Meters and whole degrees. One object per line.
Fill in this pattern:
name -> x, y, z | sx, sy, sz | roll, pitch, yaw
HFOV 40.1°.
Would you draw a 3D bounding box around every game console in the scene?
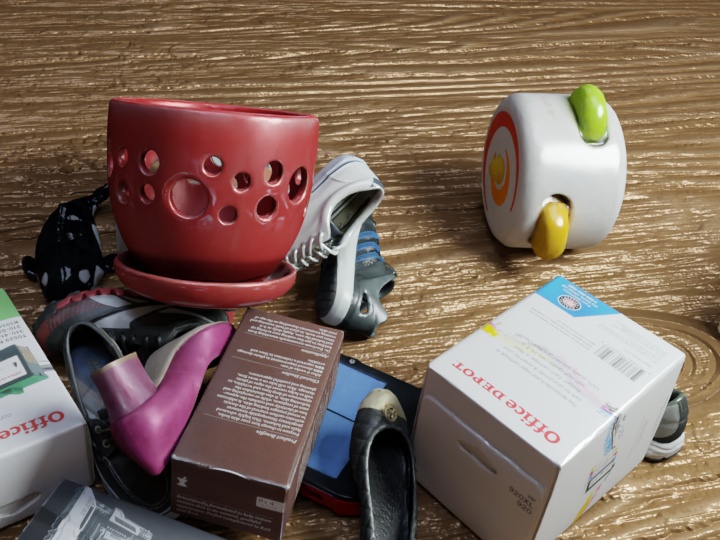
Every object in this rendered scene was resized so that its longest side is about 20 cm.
game console -> -0.044, 0.136, 0.946 | 0.199, 0.031, 0.177 | 23, 41, 16

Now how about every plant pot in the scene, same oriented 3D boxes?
plant pot -> -0.145, -0.069, 0.948 | 0.198, 0.184, 0.201 | 6, 13, -1

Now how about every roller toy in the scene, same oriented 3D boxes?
roller toy -> 0.221, -0.116, 1.185 | 0.138, 0.202, 0.182 | 0, 4, -10

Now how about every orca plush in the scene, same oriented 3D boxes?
orca plush -> -0.310, -0.046, 1.088 | 0.104, 0.072, 0.201 | 11, 39, 3

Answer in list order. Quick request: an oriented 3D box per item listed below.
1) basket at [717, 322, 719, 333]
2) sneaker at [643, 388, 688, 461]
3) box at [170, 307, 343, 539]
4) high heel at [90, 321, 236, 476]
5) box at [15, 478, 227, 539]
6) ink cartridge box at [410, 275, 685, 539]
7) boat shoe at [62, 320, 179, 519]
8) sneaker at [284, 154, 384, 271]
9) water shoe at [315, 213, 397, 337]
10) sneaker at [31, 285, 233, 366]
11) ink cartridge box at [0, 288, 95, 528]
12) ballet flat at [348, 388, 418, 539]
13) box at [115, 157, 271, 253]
basket -> 0.536, 0.002, 1.086 | 0.160, 0.199, 0.199 | 37, 46, 25
sneaker -> 0.249, 0.102, 1.002 | 0.074, 0.080, 0.200 | -28, 50, -35
box -> -0.085, 0.128, 0.868 | 0.099, 0.075, 0.201 | 14, 36, 6
high heel -> -0.153, 0.108, 0.864 | 0.097, 0.067, 0.200 | 62, 29, 3
box -> -0.181, 0.261, 0.751 | 0.198, 0.050, 0.158 | 18, 39, 12
ink cartridge box -> 0.164, 0.132, 0.895 | 0.199, 0.146, 0.147 | -28, 50, -36
boat shoe -> -0.212, 0.127, 0.865 | 0.069, 0.066, 0.201 | -22, 61, -10
sneaker -> -0.056, -0.038, 1.056 | 0.200, 0.073, 0.071 | -49, 44, 1
water shoe -> 0.000, 0.000, 1.107 | 0.078, 0.072, 0.201 | 28, 39, -14
sneaker -> -0.219, 0.065, 0.968 | 0.198, 0.071, 0.098 | -3, 38, -15
ink cartridge box -> -0.340, 0.124, 0.864 | 0.145, 0.085, 0.200 | -21, 47, -31
ballet flat -> 0.029, 0.189, 0.837 | 0.066, 0.057, 0.201 | 16, 51, -25
box -> -0.175, -0.098, 1.128 | 0.198, 0.107, 0.153 | 3, 38, -19
